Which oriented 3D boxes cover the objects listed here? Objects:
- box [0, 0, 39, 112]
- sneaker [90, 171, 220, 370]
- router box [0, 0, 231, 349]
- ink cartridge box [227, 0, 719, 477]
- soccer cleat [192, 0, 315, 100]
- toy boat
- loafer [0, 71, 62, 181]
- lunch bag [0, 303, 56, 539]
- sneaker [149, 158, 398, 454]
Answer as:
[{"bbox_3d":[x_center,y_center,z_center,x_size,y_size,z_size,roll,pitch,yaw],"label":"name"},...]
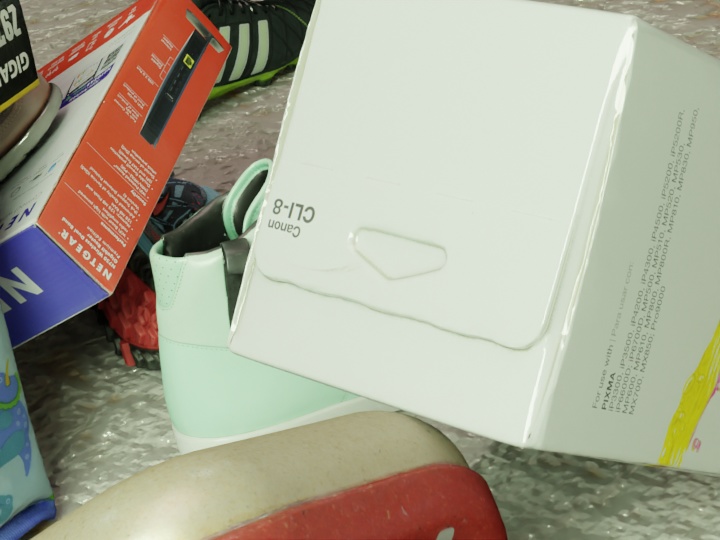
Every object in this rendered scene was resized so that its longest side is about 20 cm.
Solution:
[{"bbox_3d":[-0.256,-0.068,0.747,0.198,0.050,0.160,-2,25,18],"label":"box"},{"bbox_3d":[-0.100,-0.017,0.937,0.095,0.080,0.200,-17,26,-19],"label":"sneaker"},{"bbox_3d":[-0.168,-0.031,0.881,0.199,0.049,0.180,-27,30,36],"label":"router box"},{"bbox_3d":[0.078,-0.010,0.678,0.145,0.146,0.199,14,1,40],"label":"ink cartridge box"},{"bbox_3d":[-0.095,-0.161,1.229,0.067,0.082,0.200,10,32,37],"label":"soccer cleat"},{"bbox_3d":[-0.023,0.126,0.573,0.130,0.131,0.199,-33,-14,30],"label":"toy boat"},{"bbox_3d":[-0.228,-0.043,0.856,0.199,0.063,0.072,-32,27,27],"label":"loafer"},{"bbox_3d":[-0.243,0.042,0.763,0.199,0.171,0.127,2,23,29],"label":"lunch bag"},{"bbox_3d":[0.000,0.000,0.815,0.199,0.119,0.074,-21,26,-24],"label":"sneaker"}]
